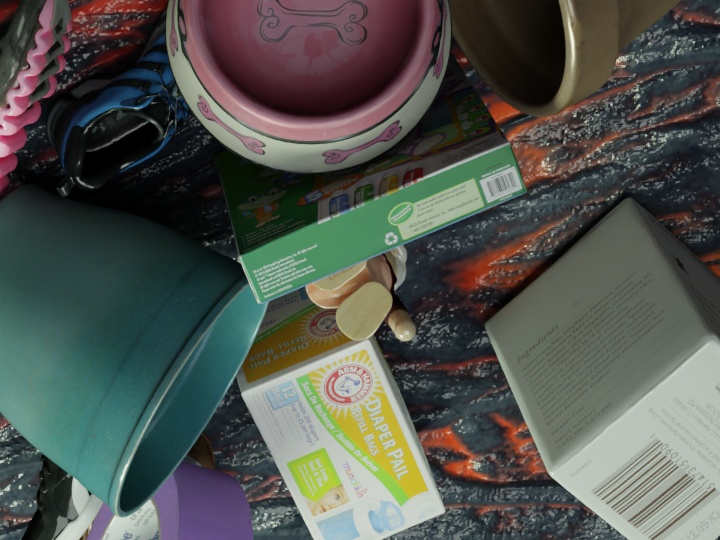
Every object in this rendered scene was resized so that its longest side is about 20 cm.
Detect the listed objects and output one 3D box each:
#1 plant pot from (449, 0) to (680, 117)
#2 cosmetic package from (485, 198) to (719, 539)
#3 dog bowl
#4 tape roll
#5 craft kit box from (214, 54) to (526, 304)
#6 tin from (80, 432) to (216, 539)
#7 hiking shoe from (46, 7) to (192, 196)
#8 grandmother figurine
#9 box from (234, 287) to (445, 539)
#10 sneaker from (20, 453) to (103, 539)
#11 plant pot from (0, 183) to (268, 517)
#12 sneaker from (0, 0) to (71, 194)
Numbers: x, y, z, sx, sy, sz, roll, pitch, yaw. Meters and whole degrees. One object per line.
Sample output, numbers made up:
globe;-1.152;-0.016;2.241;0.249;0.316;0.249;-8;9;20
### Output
plant pot;0.159;-0.228;1.359;0.174;0.200;0.201;-25;128;-18
cosmetic package;0.229;0.088;1.559;0.165;0.200;0.165;-42;124;15
dog bowl;-0.034;-0.170;1.330;0.198;0.074;0.202;0;82;-3
tape roll;-0.157;0.246;1.526;0.065;0.201;0.201;18;117;-26
craft kit box;0.001;-0.070;1.400;0.199;0.198;0.049;-23;112;0
tin;-0.176;0.210;1.643;0.111;0.042;0.201;-4;124;-18
hiking shoe;-0.132;-0.126;1.394;0.200;0.087;0.074;-39;125;12
grandmother figurine;0.000;0.000;1.467;0.060;0.200;0.122;-22;90;7
box;-0.021;0.116;1.580;0.112;0.102;0.201;-23;126;2
sneaker;-0.236;0.127;1.533;0.112;0.073;0.201;34;88;-16
plant pot;-0.194;0.042;1.412;0.187;0.200;0.201;31;116;8
sneaker;-0.272;-0.118;1.377;0.095;0.079;0.201;29;103;4
